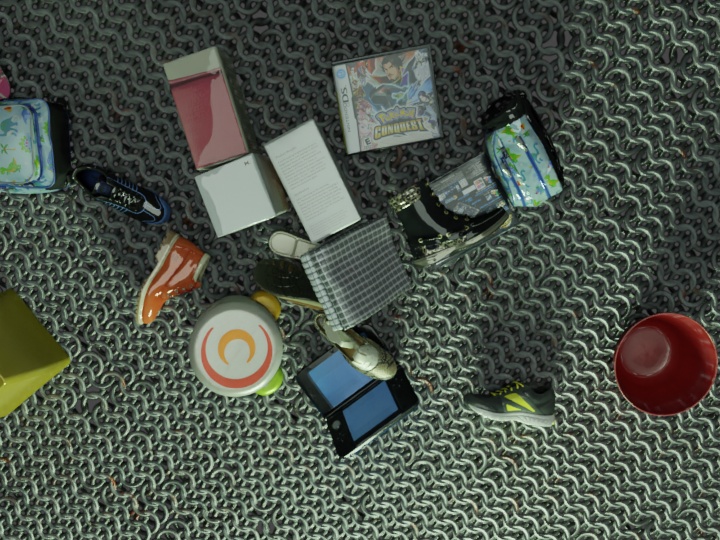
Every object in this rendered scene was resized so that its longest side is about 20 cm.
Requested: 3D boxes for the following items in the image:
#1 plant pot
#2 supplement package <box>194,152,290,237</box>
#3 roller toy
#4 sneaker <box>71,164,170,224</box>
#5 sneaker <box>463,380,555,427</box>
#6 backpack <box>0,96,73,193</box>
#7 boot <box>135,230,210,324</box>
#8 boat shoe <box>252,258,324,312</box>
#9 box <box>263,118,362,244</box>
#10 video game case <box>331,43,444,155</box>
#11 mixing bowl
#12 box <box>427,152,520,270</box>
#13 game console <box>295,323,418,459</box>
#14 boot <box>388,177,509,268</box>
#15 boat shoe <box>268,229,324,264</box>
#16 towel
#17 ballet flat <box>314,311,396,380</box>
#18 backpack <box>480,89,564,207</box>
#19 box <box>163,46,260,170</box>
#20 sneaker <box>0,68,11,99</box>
[{"bbox_3d":[-0.749,0.186,1.332,0.199,0.176,0.201,-38,95,7],"label":"plant pot"},{"bbox_3d":[-0.216,-0.144,1.262,0.116,0.200,0.119,-20,96,4],"label":"supplement package"},{"bbox_3d":[-0.246,0.143,1.332,0.179,0.140,0.204,-1,96,-9],"label":"roller toy"},{"bbox_3d":[-0.478,-0.148,1.329,0.198,0.078,0.071,26,98,-2],"label":"sneaker"},{"bbox_3d":[0.308,0.263,1.375,0.197,0.074,0.086,10,92,-9],"label":"sneaker"},{"bbox_3d":[-0.678,-0.240,1.288,0.196,0.147,0.186,-3,95,5],"label":"backpack"},{"bbox_3d":[-0.382,0.032,1.357,0.106,0.075,0.202,27,96,-7],"label":"boot"},{"bbox_3d":[-0.120,0.040,1.342,0.197,0.074,0.077,20,68,6],"label":"boat shoe"},{"bbox_3d":[-0.085,-0.169,1.279,0.105,0.152,0.202,-26,96,5],"label":"box"},{"bbox_3d":[0.053,-0.334,1.317,0.197,0.026,0.184,-10,97,3],"label":"video game case"},{"bbox_3d":[0.584,0.174,1.331,0.197,0.108,0.204,0,97,1],"label":"mixing bowl"},{"bbox_3d":[0.195,-0.117,1.332,0.198,0.046,0.160,-29,96,5],"label":"box"},{"bbox_3d":[-0.010,0.243,1.352,0.199,0.171,0.119,-37,128,6],"label":"game console"},{"bbox_3d":[0.165,-0.112,1.274,0.202,0.073,0.155,-28,94,6],"label":"boot"},{"bbox_3d":[-0.091,-0.033,1.353,0.198,0.057,0.068,23,99,-7],"label":"boat shoe"},{"bbox_3d":[0.000,0.000,1.286,0.199,0.085,0.167,-31,97,-35],"label":"towel"},{"bbox_3d":[-0.019,0.150,1.326,0.199,0.075,0.068,37,95,20],"label":"ballet flat"},{"bbox_3d":[0.308,-0.221,1.271,0.154,0.163,0.200,-43,102,15],"label":"backpack"},{"bbox_3d":[-0.279,-0.302,1.278,0.107,0.128,0.203,-16,96,4],"label":"box"},{"bbox_3d":[-0.779,-0.405,1.310,0.199,0.087,0.074,36,79,-25],"label":"sneaker"}]
